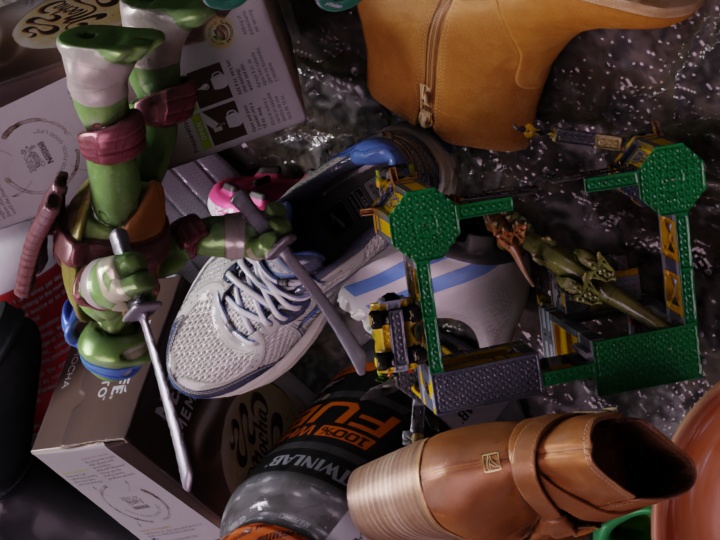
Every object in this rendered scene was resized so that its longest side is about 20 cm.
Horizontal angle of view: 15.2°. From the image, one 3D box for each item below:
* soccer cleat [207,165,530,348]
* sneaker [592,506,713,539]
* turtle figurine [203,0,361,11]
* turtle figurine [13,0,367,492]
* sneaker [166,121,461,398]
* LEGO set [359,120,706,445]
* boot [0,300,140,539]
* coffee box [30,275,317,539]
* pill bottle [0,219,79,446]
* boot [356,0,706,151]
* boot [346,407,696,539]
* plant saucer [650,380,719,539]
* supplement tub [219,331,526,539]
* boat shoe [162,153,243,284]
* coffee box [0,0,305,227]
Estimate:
[{"bbox_3d":[0.000,0.000,1.505,0.199,0.070,0.087,14,113,25],"label":"soccer cleat"},{"bbox_3d":[0.218,0.160,1.468,0.199,0.084,0.075,13,128,27],"label":"sneaker"},{"bbox_3d":[-0.060,-0.221,1.356,0.101,0.149,0.201,95,159,-57],"label":"turtle figurine"},{"bbox_3d":[-0.081,-0.027,1.319,0.200,0.143,0.195,29,127,51],"label":"turtle figurine"},{"bbox_3d":[-0.039,-0.008,1.434,0.200,0.085,0.077,-45,78,14],"label":"sneaker"},{"bbox_3d":[0.086,-0.001,1.397,0.116,0.199,0.155,-143,36,-74],"label":"LEGO set"},{"bbox_3d":[-0.187,0.124,1.599,0.162,0.074,0.199,29,124,-9],"label":"boot"},{"bbox_3d":[-0.086,0.107,1.576,0.079,0.114,0.200,-9,141,39],"label":"coffee box"},{"bbox_3d":[-0.210,0.024,1.652,0.112,0.112,0.201,1,122,35],"label":"pill bottle"},{"bbox_3d":[0.087,-0.119,1.370,0.200,0.071,0.145,19,138,26],"label":"boot"},{"bbox_3d":[0.109,0.113,1.385,0.154,0.199,0.074,-17,77,36],"label":"boot"},{"bbox_3d":[0.251,0.132,1.399,0.198,0.037,0.202,1,98,10],"label":"plant saucer"},{"bbox_3d":[0.002,0.133,1.518,0.122,0.200,0.123,18,131,23],"label":"supplement tub"},{"bbox_3d":[-0.121,-0.052,1.572,0.200,0.072,0.071,54,158,-13],"label":"boat shoe"},{"bbox_3d":[-0.138,-0.101,1.429,0.199,0.113,0.080,-20,117,3],"label":"coffee box"}]
